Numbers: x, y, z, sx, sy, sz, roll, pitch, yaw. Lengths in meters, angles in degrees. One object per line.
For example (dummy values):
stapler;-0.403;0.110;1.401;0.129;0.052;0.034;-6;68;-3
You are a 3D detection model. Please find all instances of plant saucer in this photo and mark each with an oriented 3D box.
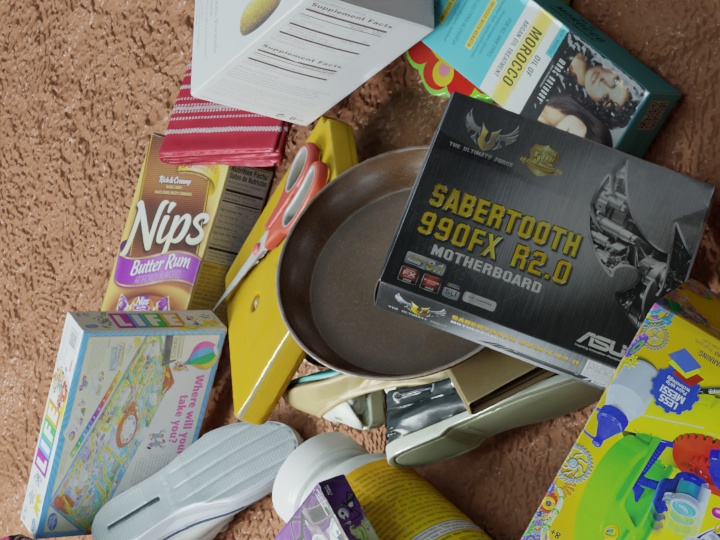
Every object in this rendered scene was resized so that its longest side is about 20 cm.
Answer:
plant saucer;0.038;0.000;1.621;0.200;0.035;0.201;-10;56;14

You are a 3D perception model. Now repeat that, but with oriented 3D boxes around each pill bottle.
pill bottle;0.022;0.208;1.682;0.200;0.113;0.113;38;108;42

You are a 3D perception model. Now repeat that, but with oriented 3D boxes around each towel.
towel;-0.091;-0.179;1.901;0.144;0.022;0.201;1;66;41

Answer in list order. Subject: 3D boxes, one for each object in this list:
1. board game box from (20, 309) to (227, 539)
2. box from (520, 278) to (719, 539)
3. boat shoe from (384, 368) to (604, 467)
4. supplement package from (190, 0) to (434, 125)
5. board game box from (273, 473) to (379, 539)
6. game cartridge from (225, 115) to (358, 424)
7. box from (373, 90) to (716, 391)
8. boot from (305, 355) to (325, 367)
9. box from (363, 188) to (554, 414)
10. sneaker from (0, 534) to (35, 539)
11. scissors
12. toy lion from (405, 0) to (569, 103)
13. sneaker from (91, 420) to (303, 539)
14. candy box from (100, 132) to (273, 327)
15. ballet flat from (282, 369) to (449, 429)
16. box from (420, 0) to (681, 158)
board game box;-0.199;0.129;1.871;0.034;0.134;0.200;44;126;48
box;0.238;0.143;1.421;0.200;0.122;0.193;31;106;13
boat shoe;0.102;0.083;1.644;0.199;0.074;0.066;-26;63;28
supplement package;-0.039;-0.209;1.737;0.200;0.109;0.114;-33;51;54
board game box;0.002;0.260;1.605;0.200;0.032;0.120;60;148;21
game cartridge;-0.052;-0.004;1.795;0.200;0.032;0.177;-56;26;33
box;0.128;-0.017;1.550;0.048;0.199;0.159;102;-170;-68
boot;0.000;0.000;1.775;0.200;0.075;0.074;-47;54;29
box;0.111;-0.007;1.636;0.163;0.021;0.200;-28;52;0
sneaker;-0.218;0.273;1.862;0.075;0.200;0.081;-38;30;32
scissors;-0.077;-0.020;1.805;0.200;0.014;0.073;-57;27;30
toy lion;0.104;-0.235;1.738;0.200;0.069;0.192;-43;61;30
sneaker;-0.128;0.187;1.870;0.200;0.071;0.073;-26;58;15
candy box;-0.157;-0.009;1.946;0.117;0.056;0.201;20;94;46
ballet flat;0.016;0.093;1.748;0.200;0.069;0.063;-22;80;41
box;0.135;-0.153;1.657;0.200;0.049;0.082;42;115;28
